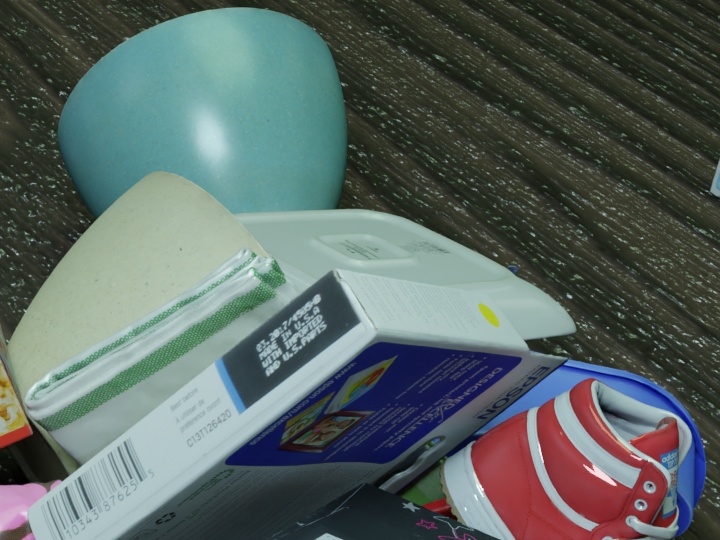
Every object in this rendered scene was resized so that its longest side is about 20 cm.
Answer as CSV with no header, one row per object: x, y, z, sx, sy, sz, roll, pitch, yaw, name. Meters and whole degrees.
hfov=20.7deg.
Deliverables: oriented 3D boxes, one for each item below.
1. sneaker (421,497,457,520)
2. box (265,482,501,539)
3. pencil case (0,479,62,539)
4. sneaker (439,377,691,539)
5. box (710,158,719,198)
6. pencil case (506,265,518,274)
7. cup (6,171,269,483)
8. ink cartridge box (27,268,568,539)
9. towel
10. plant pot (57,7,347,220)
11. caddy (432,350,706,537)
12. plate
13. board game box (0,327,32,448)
0.083,0.187,1.012,0.199,0.116,0.078,17,28,6,sneaker
0.048,0.198,0.892,0.199,0.116,0.132,21,15,19,box
-0.227,0.154,0.921,0.198,0.091,0.094,-7,65,-14,pencil case
0.139,0.146,0.956,0.200,0.112,0.071,52,23,-3,sneaker
0.416,-0.097,1.695,0.199,0.102,0.112,-10,37,-38,box
0.009,0.035,1.281,0.198,0.093,0.086,4,64,-15,pencil case
-0.120,0.068,1.091,0.143,0.201,0.200,-35,50,-22,cup
-0.024,0.077,0.934,0.047,0.197,0.200,58,22,20,ink cartridge box
-0.055,0.085,1.004,0.200,0.149,0.031,48,19,-38,towel
-0.091,-0.059,1.326,0.199,0.201,0.135,-3,54,-29,plant pot
0.099,0.119,1.120,0.198,0.142,0.105,13,33,-4,caddy
0.000,0.000,1.187,0.199,0.033,0.199,-3,20,-38,plate
-0.276,0.074,1.006,0.199,0.047,0.152,-23,25,-7,board game box
